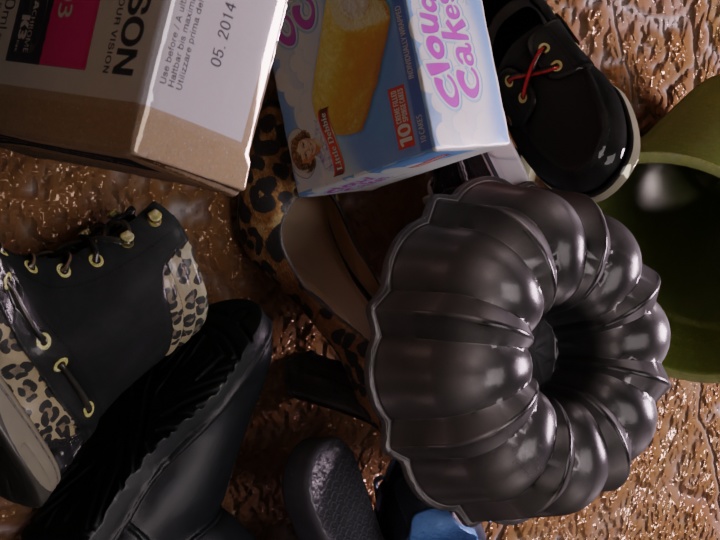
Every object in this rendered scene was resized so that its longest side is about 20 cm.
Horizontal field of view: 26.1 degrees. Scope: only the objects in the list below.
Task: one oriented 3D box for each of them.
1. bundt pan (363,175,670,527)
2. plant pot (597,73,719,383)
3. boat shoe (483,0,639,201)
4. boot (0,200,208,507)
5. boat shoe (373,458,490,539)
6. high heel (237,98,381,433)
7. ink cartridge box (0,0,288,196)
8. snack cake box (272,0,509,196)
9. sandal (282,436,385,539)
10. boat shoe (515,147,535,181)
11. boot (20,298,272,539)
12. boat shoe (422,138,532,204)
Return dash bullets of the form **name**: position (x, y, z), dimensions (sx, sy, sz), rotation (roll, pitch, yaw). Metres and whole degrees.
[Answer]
- **bundt pan**: position (0.101, 0.045, 0.870), dimensions (0.200, 0.075, 0.205), rotation (1, 88, -38)
- **plant pot**: position (0.269, -0.053, 1.179), dimensions (0.190, 0.198, 0.202), rotation (-53, 133, -43)
- **boat shoe**: position (0.112, -0.117, 0.979), dimensions (0.074, 0.202, 0.063), rotation (-42, 129, 18)
- **boot**: position (-0.165, -0.003, 0.790), dimensions (0.154, 0.073, 0.205), rotation (-44, 127, -38)
- **boat shoe**: position (0.047, 0.152, 0.997), dimensions (0.083, 0.200, 0.069), rotation (-12, 72, -10)
- **high heel**: position (0.000, 0.000, 0.909), dimensions (0.071, 0.142, 0.202), rotation (-27, 117, -38)
- **ink cartridge box**: position (-0.110, -0.150, 0.744), dimensions (0.075, 0.164, 0.203), rotation (18, 85, -47)
- **snack cake box**: position (0.003, -0.152, 0.862), dimensions (0.067, 0.114, 0.203), rotation (-8, 85, -45)
- **sandal**: position (-0.008, 0.192, 0.927), dimensions (0.076, 0.042, 0.203), rotation (-34, 113, -56)
- **boat shoe**: position (0.076, 0.008, 1.057), dimensions (0.074, 0.062, 0.204), rotation (-57, 156, -64)
- **boot**: position (-0.084, 0.140, 0.895), dimensions (0.201, 0.076, 0.168), rotation (-54, 130, -18)
- **boat shoe**: position (0.071, -0.040, 0.957), dimensions (0.067, 0.072, 0.201), rotation (-26, 122, 1)
